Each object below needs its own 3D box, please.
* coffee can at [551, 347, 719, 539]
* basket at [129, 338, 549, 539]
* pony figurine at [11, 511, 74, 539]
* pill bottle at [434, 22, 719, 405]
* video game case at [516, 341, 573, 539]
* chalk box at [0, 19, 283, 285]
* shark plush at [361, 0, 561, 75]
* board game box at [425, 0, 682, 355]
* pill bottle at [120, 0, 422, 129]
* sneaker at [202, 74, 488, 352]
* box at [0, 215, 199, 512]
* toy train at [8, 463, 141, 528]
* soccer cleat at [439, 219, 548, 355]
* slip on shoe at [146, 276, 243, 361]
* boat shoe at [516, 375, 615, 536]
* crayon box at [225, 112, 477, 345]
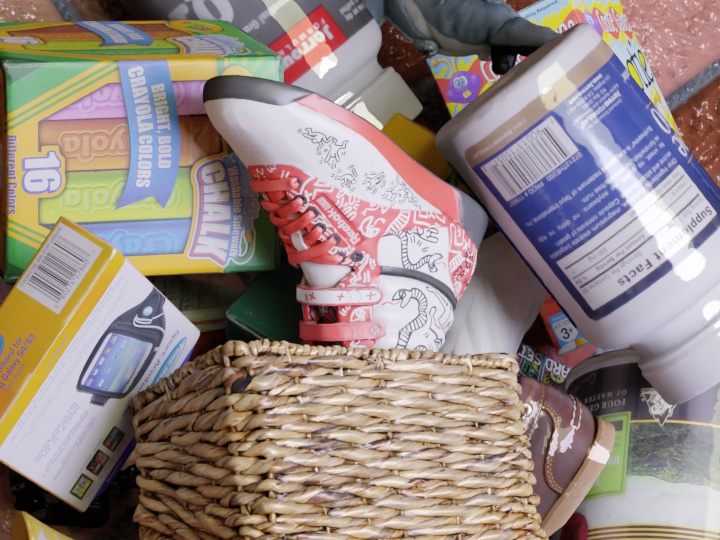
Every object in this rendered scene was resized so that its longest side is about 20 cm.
[{"bbox_3d":[0.182,0.163,1.674,0.146,0.146,0.200,19,65,-25],"label":"coffee can"},{"bbox_3d":[-0.016,0.128,1.523,0.200,0.143,0.149,4,69,-36],"label":"basket"},{"bbox_3d":[-0.081,0.211,1.541,0.200,0.167,0.193,2,55,-31],"label":"pony figurine"},{"bbox_3d":[0.142,-0.028,1.593,0.200,0.111,0.111,52,55,-5],"label":"pill bottle"},{"bbox_3d":[0.084,0.131,1.735,0.200,0.036,0.181,27,62,-21],"label":"video game case"},{"bbox_3d":[-0.111,-0.069,1.584,0.200,0.125,0.124,-4,105,-19],"label":"chalk box"},{"bbox_3d":[0.045,-0.167,1.700,0.091,0.083,0.200,-15,36,-18],"label":"shark plush"},{"bbox_3d":[0.140,-0.063,1.778,0.200,0.103,0.105,66,22,4],"label":"board game box"},{"bbox_3d":[-0.060,-0.145,1.697,0.200,0.114,0.114,52,55,-5],"label":"pill bottle"},{"bbox_3d":[-0.016,-0.019,1.522,0.201,0.067,0.108,31,71,-40],"label":"sneaker"},{"bbox_3d":[-0.146,0.054,1.494,0.041,0.200,0.119,31,83,15],"label":"box"},{"bbox_3d":[-0.104,0.130,1.620,0.200,0.034,0.046,8,72,-29],"label":"toy train"},{"bbox_3d":[0.066,0.029,1.681,0.078,0.069,0.200,37,72,-23],"label":"soccer cleat"},{"bbox_3d":[-0.136,0.046,1.619,0.200,0.074,0.061,-18,118,-41],"label":"slip on shoe"},{"bbox_3d":[0.063,0.153,1.632,0.070,0.070,0.200,30,91,-20],"label":"boat shoe"},{"bbox_3d":[0.000,0.000,1.657,0.052,0.126,0.200,32,62,17],"label":"crayon box"}]
